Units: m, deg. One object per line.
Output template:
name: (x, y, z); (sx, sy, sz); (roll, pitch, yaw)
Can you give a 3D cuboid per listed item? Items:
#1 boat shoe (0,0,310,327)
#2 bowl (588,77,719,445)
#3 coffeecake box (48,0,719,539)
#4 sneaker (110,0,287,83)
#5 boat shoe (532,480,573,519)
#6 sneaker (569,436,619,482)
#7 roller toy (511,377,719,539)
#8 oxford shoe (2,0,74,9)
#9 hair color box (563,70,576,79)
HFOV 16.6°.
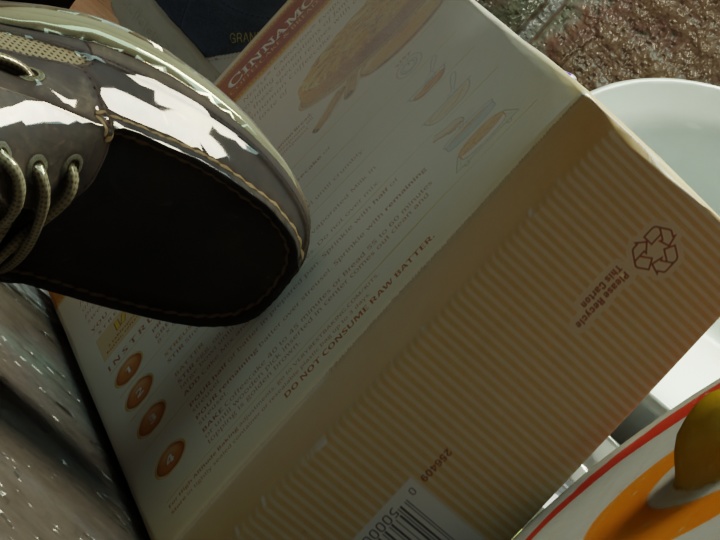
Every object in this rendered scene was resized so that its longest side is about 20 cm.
boat shoe: (-0.102, -0.026, 0.576); (0.199, 0.075, 0.074); (22, 31, -22)
bowl: (0.135, 0.028, 0.937); (0.200, 0.091, 0.202); (17, 43, -17)
coffeecake box: (0.000, 0.000, 0.685); (0.073, 0.154, 0.200); (40, 5, -25)
sneaker: (-0.003, -0.068, 0.892); (0.200, 0.085, 0.075); (45, 22, 13)
boat shoe: (0.072, 0.110, 0.776); (0.200, 0.072, 0.068); (37, 15, 31)
sneaker: (0.106, 0.130, 0.841); (0.200, 0.080, 0.070); (40, -11, 16)
roller toy: (0.113, 0.088, 0.548); (0.140, 0.199, 0.182); (56, -12, -5)
oxford shoe: (-0.098, -0.099, 0.629); (0.071, 0.200, 0.072); (-10, 62, -39)
hair color box: (0.037, -0.012, 1.020); (0.109, 0.065, 0.201); (27, -33, 29)
